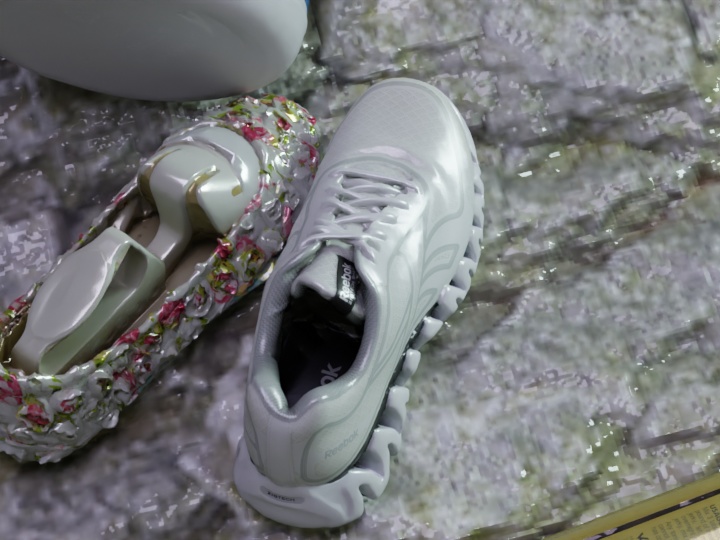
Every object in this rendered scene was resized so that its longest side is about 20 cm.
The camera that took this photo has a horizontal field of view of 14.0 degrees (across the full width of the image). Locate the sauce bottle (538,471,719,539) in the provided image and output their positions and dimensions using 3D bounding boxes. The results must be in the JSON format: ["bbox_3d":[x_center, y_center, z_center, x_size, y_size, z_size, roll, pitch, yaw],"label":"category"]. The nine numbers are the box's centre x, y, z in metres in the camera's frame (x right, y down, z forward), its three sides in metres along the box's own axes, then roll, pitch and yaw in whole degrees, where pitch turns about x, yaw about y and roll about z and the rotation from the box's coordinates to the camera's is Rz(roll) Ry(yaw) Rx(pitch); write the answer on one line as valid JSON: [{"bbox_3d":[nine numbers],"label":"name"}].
[{"bbox_3d":[0.144,0.104,1.081,0.200,0.065,0.065,-19,58,-4],"label":"sauce bottle"}]

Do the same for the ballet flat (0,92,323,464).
[{"bbox_3d":[-0.083,-0.006,1.179,0.076,0.064,0.200,27,65,23],"label":"ballet flat"}]

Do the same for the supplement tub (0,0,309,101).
[{"bbox_3d":[-0.084,-0.186,1.222,0.145,0.145,0.200,4,72,10],"label":"supplement tub"}]

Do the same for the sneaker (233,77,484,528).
[{"bbox_3d":[0.000,0.000,1.155,0.075,0.081,0.200,8,59,14],"label":"sneaker"}]
